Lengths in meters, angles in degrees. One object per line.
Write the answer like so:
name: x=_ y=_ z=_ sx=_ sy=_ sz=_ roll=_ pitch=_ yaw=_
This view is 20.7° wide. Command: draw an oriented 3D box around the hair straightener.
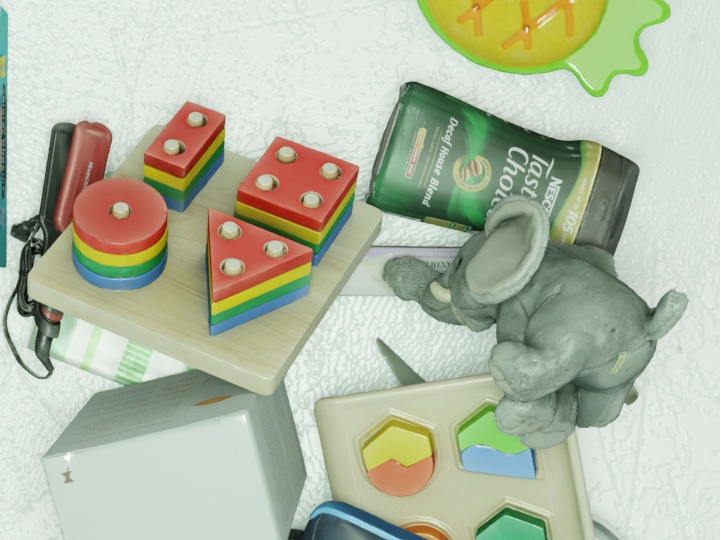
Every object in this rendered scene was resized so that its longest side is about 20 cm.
hair straightener: x=-0.238 y=-0.017 z=1.523 sx=0.041 sy=0.077 sz=0.201 roll=8 pitch=88 yaw=-39

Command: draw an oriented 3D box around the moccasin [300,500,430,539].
moccasin: x=0.047 y=0.240 z=1.465 sx=0.199 sy=0.080 sz=0.068 roll=25 pitch=93 yaw=14

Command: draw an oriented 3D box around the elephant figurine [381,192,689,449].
elephant figurine: x=0.118 y=0.013 z=1.413 sx=0.154 sy=0.142 sz=0.201 roll=-16 pitch=53 yaw=-12

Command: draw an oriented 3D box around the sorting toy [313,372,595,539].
sorting toy: x=0.073 y=0.174 z=1.492 sx=0.199 sy=0.036 sz=0.186 roll=-8 pitch=104 yaw=15

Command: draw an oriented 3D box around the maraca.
maraca: x=0.138 y=-0.213 z=1.512 sx=0.199 sy=0.107 sz=0.138 roll=22 pitch=96 yaw=-2

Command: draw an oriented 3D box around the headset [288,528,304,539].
headset: x=-0.078 y=0.296 z=1.506 sx=0.123 sy=0.094 sz=0.200 roll=24 pitch=68 yaw=32

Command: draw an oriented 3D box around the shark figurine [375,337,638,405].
shark figurine: x=0.131 y=0.064 z=1.539 sx=0.214 sy=0.128 sz=0.090 roll=-19 pitch=57 yaw=22

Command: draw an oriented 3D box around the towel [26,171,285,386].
towel: x=-0.141 y=0.025 z=1.542 sx=0.199 sy=0.023 sz=0.153 roll=21 pitch=90 yaw=-2

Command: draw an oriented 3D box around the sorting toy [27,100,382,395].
sorting toy: x=-0.109 y=-0.031 z=1.441 sx=0.199 sy=0.070 sz=0.199 roll=22 pitch=46 yaw=13

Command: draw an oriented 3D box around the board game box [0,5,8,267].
board game box: x=-0.350 y=-0.103 z=1.522 sx=0.150 sy=0.047 sz=0.201 roll=1 pitch=89 yaw=-2

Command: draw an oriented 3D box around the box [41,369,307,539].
box: x=-0.130 y=0.145 z=1.440 sx=0.151 sy=0.200 sz=0.107 roll=-13 pitch=99 yaw=6

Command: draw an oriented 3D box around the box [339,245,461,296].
box: x=0.000 y=0.000 z=1.521 sx=0.199 sy=0.041 sz=0.039 roll=1 pitch=94 yaw=-13

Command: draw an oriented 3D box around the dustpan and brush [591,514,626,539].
dustpan and brush: x=0.158 y=0.212 z=1.533 sx=0.139 sy=0.057 sz=0.201 roll=-5 pitch=90 yaw=-1

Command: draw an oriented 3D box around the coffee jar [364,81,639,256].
coffee jar: x=0.111 y=-0.068 z=1.521 sx=0.199 sy=0.085 sz=0.105 roll=18 pitch=89 yaw=-3
